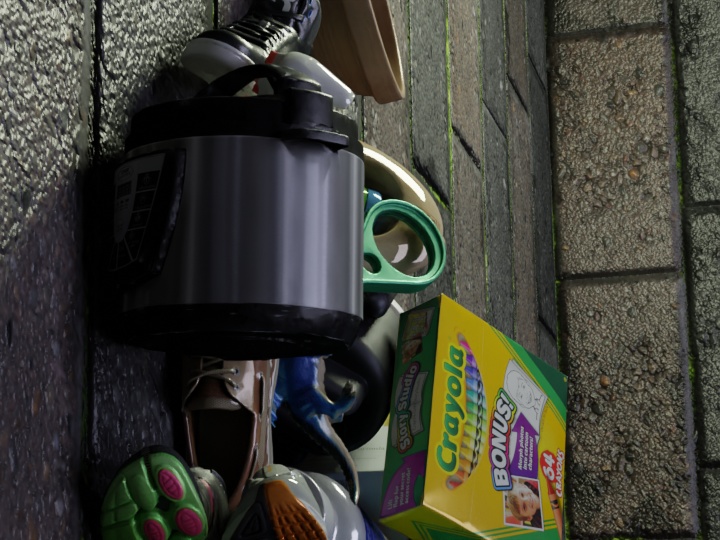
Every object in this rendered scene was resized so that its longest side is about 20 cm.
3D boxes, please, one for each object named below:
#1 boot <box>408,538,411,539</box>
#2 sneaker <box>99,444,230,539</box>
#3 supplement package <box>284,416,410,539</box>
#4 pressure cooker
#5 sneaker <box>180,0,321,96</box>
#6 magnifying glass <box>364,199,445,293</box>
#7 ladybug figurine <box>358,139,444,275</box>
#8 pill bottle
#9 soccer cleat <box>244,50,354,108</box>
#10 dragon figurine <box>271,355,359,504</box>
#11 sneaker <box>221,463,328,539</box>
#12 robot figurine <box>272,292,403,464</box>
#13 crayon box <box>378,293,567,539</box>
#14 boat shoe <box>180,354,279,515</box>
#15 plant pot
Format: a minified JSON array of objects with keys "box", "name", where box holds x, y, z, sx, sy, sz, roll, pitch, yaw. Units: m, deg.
[{"box":[0.093,0.227,1.603,0.151,0.073,0.201,61,24,-60],"name":"boot"},{"box":[-0.131,0.167,1.204,0.200,0.076,0.084,81,4,-58],"name":"sneaker"},{"box":[0.007,0.189,1.639,0.200,0.113,0.110,-64,147,-65],"name":"supplement package"},{"box":[-0.083,-0.043,1.227,0.179,0.175,0.201,38,52,-76],"name":"pressure cooker"},{"box":[-0.083,-0.194,1.413,0.200,0.073,0.112,45,68,-82],"name":"sneaker"},{"box":[0.000,0.000,1.399,0.080,0.022,0.200,54,41,5],"name":"magnifying glass"},{"box":[-0.023,-0.050,1.498,0.072,0.199,0.136,126,-16,-51],"name":"ladybug figurine"},{"box":[-0.041,0.231,1.440,0.200,0.111,0.113,60,29,-60],"name":"pill bottle"},{"box":[-0.068,-0.081,1.354,0.069,0.077,0.200,-59,178,-48],"name":"soccer cleat"},{"box":[-0.059,0.093,1.396,0.059,0.099,0.201,146,-66,-77],"name":"dragon figurine"},{"box":[-0.063,0.170,1.224,0.200,0.075,0.092,94,-11,-63],"name":"sneaker"},{"box":[-0.020,0.086,1.536,0.125,0.150,0.200,66,19,-11],"name":"robot figurine"},{"box":[0.101,0.148,1.495,0.172,0.058,0.201,33,48,-35],"name":"crayon box"},{"box":[-0.100,0.086,1.318,0.072,0.075,0.201,-18,102,-80],"name":"boat shoe"},{"box":[-0.026,-0.248,1.648,0.201,0.092,0.202,-13,90,-83],"name":"plant pot"}]
